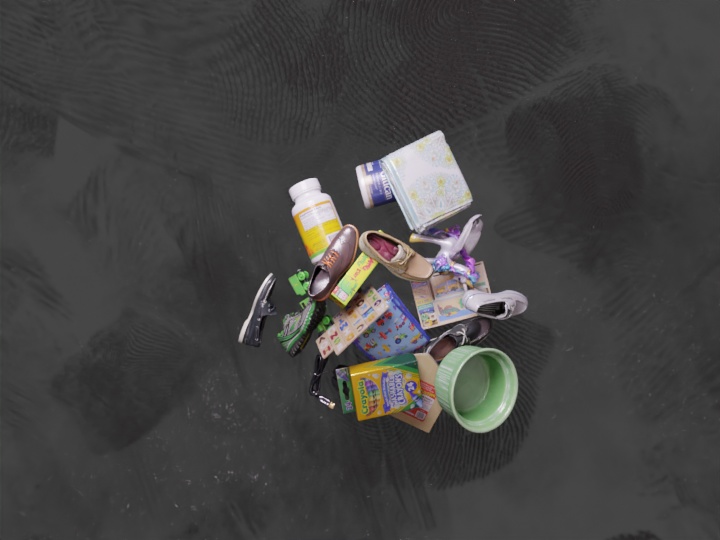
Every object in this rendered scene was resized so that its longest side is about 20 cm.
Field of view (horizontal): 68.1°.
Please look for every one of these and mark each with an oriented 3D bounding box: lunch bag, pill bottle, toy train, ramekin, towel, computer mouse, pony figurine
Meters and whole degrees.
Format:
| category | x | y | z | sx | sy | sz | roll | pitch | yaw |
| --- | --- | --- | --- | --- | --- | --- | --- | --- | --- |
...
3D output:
| category | x | y | z | sx | sy | sz | roll | pitch | yaw |
| --- | --- | --- | --- | --- | --- | --- | --- | --- | --- |
| lunch bag | 0.074 | 0.163 | 1.343 | 0.150 | 0.094 | 0.201 | -37 | 111 | 9 |
| pill bottle | -0.110 | -0.127 | 1.368 | 0.110 | 0.111 | 0.203 | -23 | 87 | 4 |
| toy train | -0.125 | 0.093 | 1.401 | 0.056 | 0.042 | 0.202 | -30 | 87 | 13 |
| ramekin | 0.277 | 0.281 | 1.301 | 0.197 | 0.097 | 0.204 | -2 | 95 | -24 |
| towel | 0.161 | -0.210 | 1.278 | 0.169 | 0.048 | 0.202 | -27 | 92 | -13 |
| computer mouse | -0.044 | 0.308 | 1.364 | 0.197 | 0.046 | 0.142 | 23 | 110 | 7 |
| pony figurine | 0.225 | -0.056 | 1.333 | 0.198 | 0.166 | 0.196 | 21 | 95 | 22 |
| pill bottle | 0.095 | -0.235 | 1.354 | 0.197 | 0.111 | 0.113 | -15 | 88 | 4 |

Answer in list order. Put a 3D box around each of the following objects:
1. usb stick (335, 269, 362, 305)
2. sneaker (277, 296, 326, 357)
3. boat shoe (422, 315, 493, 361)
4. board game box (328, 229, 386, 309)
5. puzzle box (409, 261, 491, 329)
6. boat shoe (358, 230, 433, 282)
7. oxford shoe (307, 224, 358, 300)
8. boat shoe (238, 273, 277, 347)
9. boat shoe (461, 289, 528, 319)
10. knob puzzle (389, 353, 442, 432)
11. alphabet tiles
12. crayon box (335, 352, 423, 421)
| category | x | y | z | sx | sy | sz | roll | pitch | yaw |
| --- | --- | --- | --- | --- | --- | --- | --- | --- | --- |
| usb stick | -0.023 | 0.059 | 1.397 | 0.055 | 0.033 | 0.202 | -33 | 86 | -4 |
| sneaker | -0.156 | 0.129 | 1.359 | 0.085 | 0.078 | 0.201 | 39 | 116 | 12 |
| boat shoe | 0.253 | 0.177 | 1.356 | 0.198 | 0.068 | 0.073 | -27 | 85 | 2 |
| board game box | 0.000 | 0.000 | 1.339 | 0.047 | 0.102 | 0.201 | 37 | 79 | -1 |
| puzzle box | 0.237 | 0.064 | 1.379 | 0.197 | 0.025 | 0.135 | -15 | 87 | 4 |
| boat shoe | 0.087 | -0.033 | 1.269 | 0.197 | 0.066 | 0.075 | 25 | 80 | -2 |
| oxford shoe | -0.064 | -0.018 | 1.268 | 0.070 | 0.073 | 0.202 | 26 | 90 | 10 |
| boat shoe | -0.252 | 0.109 | 1.393 | 0.065 | 0.075 | 0.202 | 25 | 91 | 2 |
| boat shoe | 0.342 | 0.094 | 1.310 | 0.197 | 0.067 | 0.075 | 2 | 117 | -24 |
| knob puzzle | 0.135 | 0.293 | 1.361 | 0.216 | 0.030 | 0.224 | 3 | 108 | 10 |
| alphabet tiles | -0.027 | 0.126 | 1.300 | 0.200 | 0.167 | 0.008 | -42 | 113 | 0 |
| crayon box | 0.047 | 0.287 | 1.301 | 0.196 | 0.052 | 0.128 | -11 | 106 | -5 |
